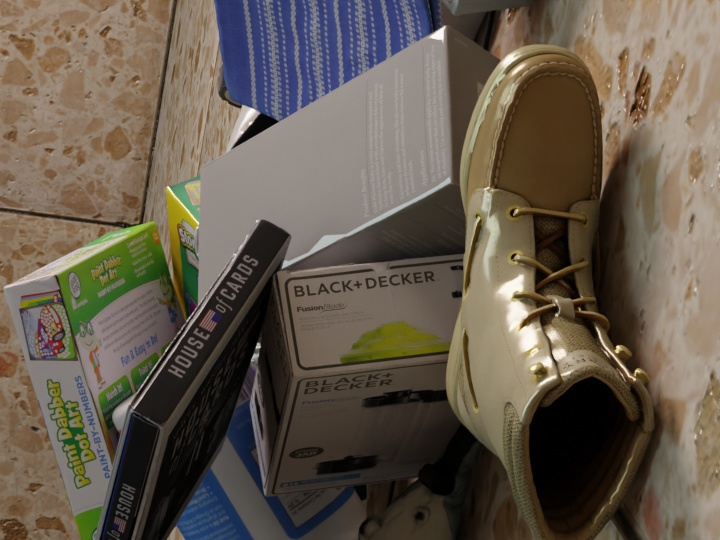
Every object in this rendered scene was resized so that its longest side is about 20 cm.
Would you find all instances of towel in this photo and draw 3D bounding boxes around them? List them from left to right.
[{"bbox_3d":[-0.024,-0.136,1.101,0.200,0.024,0.146,29,136,39],"label":"towel"}]

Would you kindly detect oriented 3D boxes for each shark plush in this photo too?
[{"bbox_3d":[0.027,0.145,1.063,0.083,0.090,0.201,-50,-24,-51],"label":"shark plush"}]

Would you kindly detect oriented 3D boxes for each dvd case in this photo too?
[{"bbox_3d":[-0.096,0.086,0.974,0.151,0.025,0.201,-59,-6,-42],"label":"dvd case"}]

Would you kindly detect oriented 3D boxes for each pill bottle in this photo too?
[{"bbox_3d":[-0.065,0.148,1.180,0.201,0.112,0.112,59,167,-3],"label":"pill bottle"}]

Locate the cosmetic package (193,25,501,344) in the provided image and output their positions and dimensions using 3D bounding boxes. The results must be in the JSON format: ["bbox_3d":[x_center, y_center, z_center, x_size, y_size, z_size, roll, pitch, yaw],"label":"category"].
[{"bbox_3d":[0.002,-0.039,1.015,0.199,0.090,0.107,-27,52,39],"label":"cosmetic package"}]

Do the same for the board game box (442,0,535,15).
[{"bbox_3d":[0.066,-0.266,0.999,0.148,0.064,0.201,56,144,34],"label":"board game box"}]

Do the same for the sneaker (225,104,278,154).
[{"bbox_3d":[-0.051,-0.109,1.254,0.108,0.067,0.203,-155,81,-84],"label":"sneaker"}]

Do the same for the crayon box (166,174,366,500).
[{"bbox_3d":[-0.067,0.050,1.297,0.200,0.058,0.173,47,147,42],"label":"crayon box"}]

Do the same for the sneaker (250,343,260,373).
[{"bbox_3d":[0.001,0.000,1.153,0.201,0.069,0.100,-58,-23,-21],"label":"sneaker"}]

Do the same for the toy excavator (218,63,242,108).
[{"bbox_3d":[-0.050,-0.158,1.518,0.193,0.200,0.101,-10,65,30],"label":"toy excavator"}]

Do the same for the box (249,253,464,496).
[{"bbox_3d":[0.002,0.062,1.022,0.200,0.116,0.060,108,154,-63],"label":"box"}]

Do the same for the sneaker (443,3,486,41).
[{"bbox_3d":[0.039,-0.186,1.144,0.073,0.084,0.201,-96,19,-52],"label":"sneaker"}]

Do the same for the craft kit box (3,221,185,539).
[{"bbox_3d":[-0.163,0.080,1.264,0.200,0.048,0.199,-41,-62,-73],"label":"craft kit box"}]

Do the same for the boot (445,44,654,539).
[{"bbox_3d":[0.088,0.009,0.827,0.156,0.072,0.201,-116,33,-69],"label":"boot"}]
